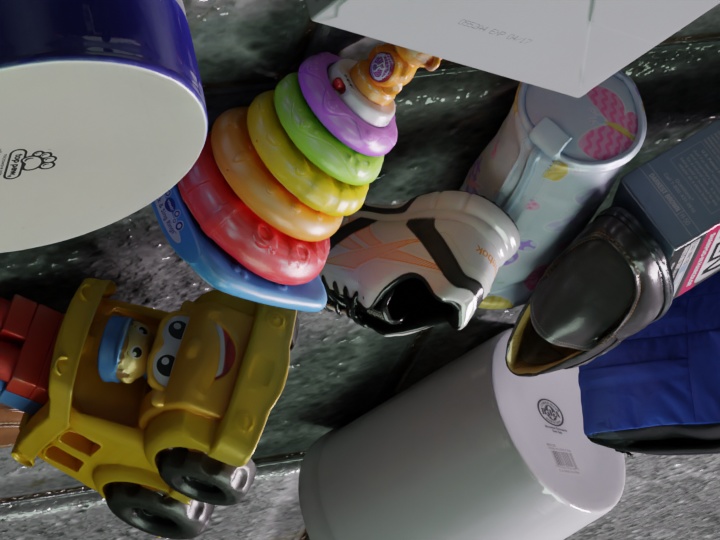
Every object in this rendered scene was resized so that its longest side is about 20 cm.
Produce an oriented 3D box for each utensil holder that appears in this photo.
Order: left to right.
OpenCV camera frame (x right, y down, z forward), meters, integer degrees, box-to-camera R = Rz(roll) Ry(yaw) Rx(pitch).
[{"bbox_3d":[0.080,0.157,1.801,0.200,0.171,0.169,-35,150,31],"label":"utensil holder"}]

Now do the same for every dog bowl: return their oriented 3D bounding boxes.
[{"bbox_3d":[-0.181,-0.088,1.200,0.199,0.079,0.200,-13,157,-6],"label":"dog bowl"}]

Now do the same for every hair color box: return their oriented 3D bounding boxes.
[{"bbox_3d":[0.251,-0.061,1.479,0.199,0.061,0.099,-31,161,-17],"label":"hair color box"}]

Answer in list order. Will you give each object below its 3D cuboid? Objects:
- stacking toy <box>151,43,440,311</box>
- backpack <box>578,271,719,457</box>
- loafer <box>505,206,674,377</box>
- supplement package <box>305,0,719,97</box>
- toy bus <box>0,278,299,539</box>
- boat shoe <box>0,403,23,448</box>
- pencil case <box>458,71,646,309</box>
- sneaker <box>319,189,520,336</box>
[{"bbox_3d":[-0.019,-0.078,1.319,0.109,0.116,0.200,15,131,-47],"label":"stacking toy"},{"bbox_3d":[0.255,0.049,1.663,0.199,0.169,0.162,-15,165,33],"label":"backpack"},{"bbox_3d":[0.141,0.022,1.456,0.072,0.073,0.200,-35,166,-18],"label":"loafer"},{"bbox_3d":[0.083,-0.183,1.116,0.199,0.112,0.155,10,146,-46],"label":"supplement package"},{"bbox_3d":[-0.153,0.065,1.479,0.191,0.136,0.200,25,153,-14],"label":"toy bus"},{"bbox_3d":[-0.302,0.118,1.590,0.199,0.068,0.072,0,150,-34],"label":"boat shoe"},{"bbox_3d":[0.105,-0.052,1.453,0.090,0.083,0.200,-23,161,-29],"label":"pencil case"},{"bbox_3d":[0.000,0.000,1.441,0.199,0.080,0.074,-6,136,40],"label":"sneaker"}]
